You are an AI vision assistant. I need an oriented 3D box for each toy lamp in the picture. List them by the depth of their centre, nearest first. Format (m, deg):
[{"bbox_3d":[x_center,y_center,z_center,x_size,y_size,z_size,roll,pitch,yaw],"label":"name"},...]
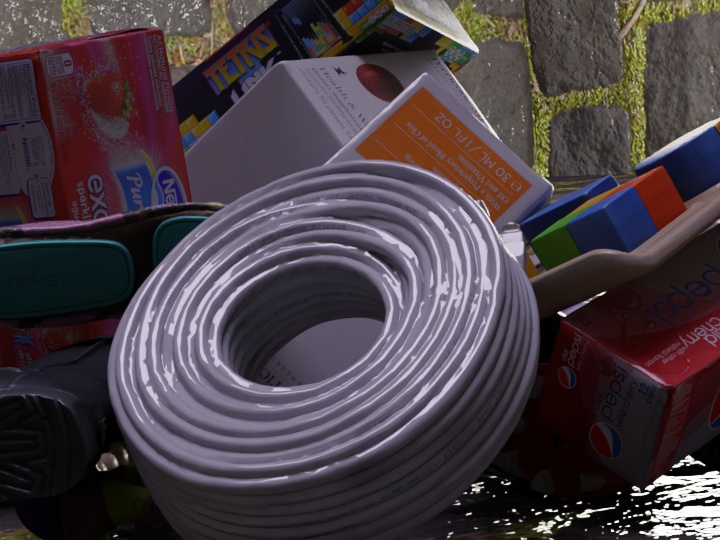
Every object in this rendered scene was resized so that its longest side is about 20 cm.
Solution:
[{"bbox_3d":[-0.136,0.102,1.357,0.058,0.059,0.200,-4,5,13],"label":"toy lamp"}]

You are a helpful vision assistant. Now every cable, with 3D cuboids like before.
[{"bbox_3d":[-0.016,0.040,1.118,0.199,0.069,0.201,-17,43,8],"label":"cable"}]

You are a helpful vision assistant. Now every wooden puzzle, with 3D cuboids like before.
[{"bbox_3d":[0.120,-0.019,1.250,0.200,0.047,0.185,-28,0,-43],"label":"wooden puzzle"}]

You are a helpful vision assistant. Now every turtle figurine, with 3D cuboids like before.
[{"bbox_3d":[-0.060,0.103,1.177,0.160,0.065,0.200,-12,17,6],"label":"turtle figurine"}]

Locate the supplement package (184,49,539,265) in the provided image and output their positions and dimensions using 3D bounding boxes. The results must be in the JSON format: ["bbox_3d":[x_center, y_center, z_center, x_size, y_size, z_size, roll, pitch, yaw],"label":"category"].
[{"bbox_3d":[0.007,-0.016,1.510,0.147,0.192,0.200,-41,-12,25],"label":"supplement package"}]

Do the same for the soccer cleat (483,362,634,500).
[{"bbox_3d":[0.093,0.081,1.294,0.085,0.069,0.199,-4,1,-38],"label":"soccer cleat"}]

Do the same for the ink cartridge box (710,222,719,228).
[{"bbox_3d":[0.277,0.026,1.422,0.199,0.117,0.067,-4,6,27],"label":"ink cartridge box"}]

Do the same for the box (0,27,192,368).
[{"bbox_3d":[-0.157,-0.027,1.370,0.099,0.201,0.095,-3,10,43],"label":"box"}]

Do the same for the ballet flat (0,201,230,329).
[{"bbox_3d":[-0.106,-0.004,1.266,0.198,0.070,0.071,-2,14,6],"label":"ballet flat"}]

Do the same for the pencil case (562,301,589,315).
[{"bbox_3d":[0.167,0.060,1.374,0.199,0.084,0.085,3,-29,47],"label":"pencil case"}]

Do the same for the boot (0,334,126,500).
[{"bbox_3d":[-0.176,0.064,1.207,0.164,0.066,0.200,4,12,12],"label":"boot"}]

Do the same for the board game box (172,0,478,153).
[{"bbox_3d":[-0.025,-0.125,1.599,0.165,0.057,0.200,-36,-13,12],"label":"board game box"}]

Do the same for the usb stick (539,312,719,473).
[{"bbox_3d":[0.136,0.057,1.301,0.055,0.033,0.200,29,1,-42],"label":"usb stick"}]

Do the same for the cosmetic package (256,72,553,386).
[{"bbox_3d":[0.000,0.000,1.337,0.200,0.101,0.071,-44,-14,-16],"label":"cosmetic package"}]

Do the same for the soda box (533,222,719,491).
[{"bbox_3d":[0.174,0.029,1.220,0.070,0.064,0.200,33,39,27],"label":"soda box"}]
